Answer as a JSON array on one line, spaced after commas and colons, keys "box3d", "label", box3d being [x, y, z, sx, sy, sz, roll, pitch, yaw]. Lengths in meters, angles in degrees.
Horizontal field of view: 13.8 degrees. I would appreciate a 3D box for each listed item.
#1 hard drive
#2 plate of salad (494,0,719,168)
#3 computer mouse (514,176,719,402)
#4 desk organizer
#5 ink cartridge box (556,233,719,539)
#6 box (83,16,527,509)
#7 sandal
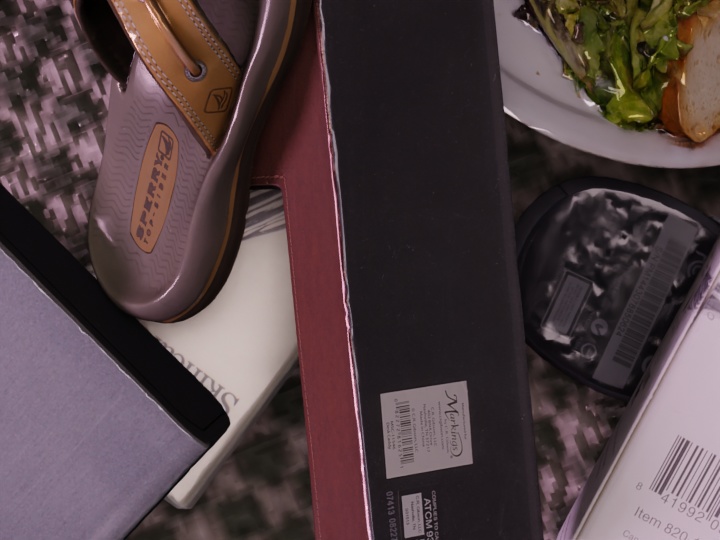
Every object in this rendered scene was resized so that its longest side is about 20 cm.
[{"box3d": [-0.155, 0.070, 1.000, 0.140, 0.033, 0.200, 44, 115, 2], "label": "hard drive"}, {"box3d": [0.091, -0.129, 1.021, 0.199, 0.048, 0.201, 9, 62, -17], "label": "plate of salad"}, {"box3d": [0.135, 0.054, 1.050, 0.199, 0.046, 0.141, 20, 103, 3], "label": "computer mouse"}, {"box3d": [0.000, 0.000, 0.951, 0.071, 0.077, 0.201, -9, 95, -38], "label": "desk organizer"}, {"box3d": [0.170, 0.048, 0.978, 0.146, 0.083, 0.201, 28, 104, 1], "label": "ink cartridge box"}, {"box3d": [-0.032, -0.019, 1.034, 0.082, 0.068, 0.200, 35, 85, 0], "label": "box"}, {"box3d": [-0.063, -0.073, 0.915, 0.054, 0.082, 0.201, -7, 127, -35], "label": "sandal"}]
